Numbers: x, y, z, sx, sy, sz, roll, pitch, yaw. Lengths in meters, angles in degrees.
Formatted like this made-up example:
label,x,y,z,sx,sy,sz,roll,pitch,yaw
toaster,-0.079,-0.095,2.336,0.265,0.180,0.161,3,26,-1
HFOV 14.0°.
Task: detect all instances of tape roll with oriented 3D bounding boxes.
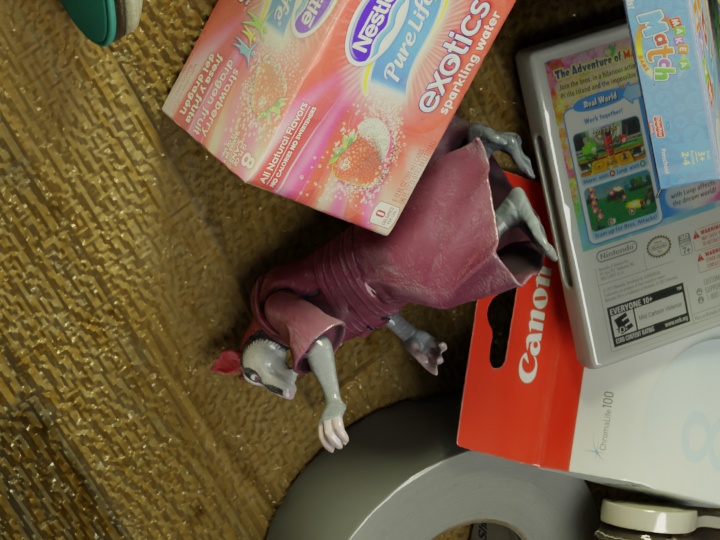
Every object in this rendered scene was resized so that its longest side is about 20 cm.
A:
label,x,y,z,sx,sy,sz,roll,pitch,yaw
tape roll,0.040,0.173,1.690,0.200,0.066,0.200,-16,123,-27

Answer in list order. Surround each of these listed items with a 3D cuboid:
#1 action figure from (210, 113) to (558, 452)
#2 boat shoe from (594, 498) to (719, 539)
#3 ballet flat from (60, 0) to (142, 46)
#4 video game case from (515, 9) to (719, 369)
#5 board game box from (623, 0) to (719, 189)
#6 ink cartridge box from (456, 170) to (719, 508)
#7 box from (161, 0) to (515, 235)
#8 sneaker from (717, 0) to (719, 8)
label,x,y,z,sx,sy,sz,roll,pitch,yaw
action figure,0.000,0.000,1.537,0.200,0.134,0.149,-28,95,15
boat shoe,0.182,0.168,1.737,0.200,0.072,0.060,16,81,-73
ballet flat,-0.131,-0.194,1.358,0.062,0.067,0.200,-40,133,-22
video game case,0.191,-0.060,1.644,0.200,0.024,0.182,-18,103,-25
board game box,0.156,-0.155,1.487,0.037,0.200,0.151,-7,119,12
ink cartridge box,0.149,0.041,1.657,0.200,0.047,0.160,17,79,-41
box,0.002,-0.134,1.462,0.103,0.095,0.200,21,103,-40
sneaker,0.211,-0.194,1.524,0.070,0.200,0.108,-12,171,10
